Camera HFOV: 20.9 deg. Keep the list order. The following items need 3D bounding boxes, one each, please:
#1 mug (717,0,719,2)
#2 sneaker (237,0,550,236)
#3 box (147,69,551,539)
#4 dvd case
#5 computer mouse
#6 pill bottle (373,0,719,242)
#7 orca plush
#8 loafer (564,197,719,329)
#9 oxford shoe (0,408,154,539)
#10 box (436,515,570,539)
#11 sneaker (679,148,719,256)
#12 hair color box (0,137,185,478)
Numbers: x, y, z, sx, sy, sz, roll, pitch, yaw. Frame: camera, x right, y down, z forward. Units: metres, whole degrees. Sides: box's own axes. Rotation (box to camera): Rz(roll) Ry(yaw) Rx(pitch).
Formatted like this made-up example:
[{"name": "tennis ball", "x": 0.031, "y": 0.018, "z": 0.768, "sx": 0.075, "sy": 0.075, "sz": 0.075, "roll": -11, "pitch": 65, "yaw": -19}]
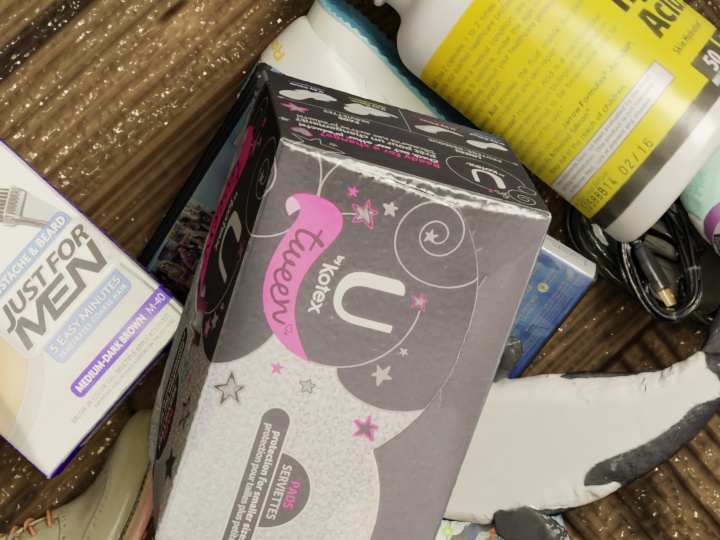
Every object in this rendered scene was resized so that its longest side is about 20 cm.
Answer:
[{"name": "mug", "x": 0.193, "y": -0.212, "z": 0.990, "sx": 0.175, "sy": 0.148, "sz": 0.200, "roll": -43, "pitch": 86, "yaw": -4}, {"name": "sneaker", "x": 0.025, "y": -0.049, "z": 1.015, "sx": 0.081, "sy": 0.077, "sz": 0.200, "roll": -43, "pitch": 98, "yaw": 13}, {"name": "box", "x": -0.012, "y": 0.030, "z": 0.901, "sx": 0.132, "sy": 0.115, "sz": 0.201, "roll": 15, "pitch": 108, "yaw": -13}, {"name": "dvd case", "x": 0.000, "y": 0.000, "z": 0.995, "sx": 0.200, "sy": 0.018, "sz": 0.143, "roll": 31, "pitch": 122, "yaw": -8}, {"name": "computer mouse", "x": 0.114, "y": -0.059, "z": 1.015, "sx": 0.059, "sy": 0.034, "sz": 0.200, "roll": -36, "pitch": 79, "yaw": -3}, {"name": "pill bottle", "x": 0.088, "y": -0.116, "z": 0.954, "sx": 0.200, "sy": 0.111, "sz": 0.111, "roll": 39, "pitch": 85, "yaw": 1}, {"name": "orca plush", "x": 0.109, "y": 0.074, "z": 0.995, "sx": 0.200, "sy": 0.071, "sz": 0.105, "roll": -36, "pitch": 78, "yaw": 18}, {"name": "loafer", "x": 0.205, "y": 0.006, "z": 1.042, "sx": 0.200, "sy": 0.063, "sz": 0.072, "roll": 29, "pitch": 87, "yaw": -8}, {"name": "oxford shoe", "x": -0.159, "y": 0.149, "z": 0.986, "sx": 0.074, "sy": 0.071, "sz": 0.200, "roll": 31, "pitch": 85, "yaw": -3}, {"name": "box", "x": 0.066, "y": 0.223, "z": 1.035, "sx": 0.137, "sy": 0.040, "sz": 0.201, "roll": -21, "pitch": 94, "yaw": -7}, {"name": "sneaker", "x": 0.267, "y": 0.003, "z": 1.002, "sx": 0.199, "sy": 0.078, "sz": 0.140, "roll": -1, "pitch": 53, "yaw": -25}, {"name": "hair color box", "x": -0.191, "y": -0.004, "z": 0.973, "sx": 0.200, "sy": 0.065, "sz": 0.109, "roll": 42, "pitch": 87, "yaw": -1}]
